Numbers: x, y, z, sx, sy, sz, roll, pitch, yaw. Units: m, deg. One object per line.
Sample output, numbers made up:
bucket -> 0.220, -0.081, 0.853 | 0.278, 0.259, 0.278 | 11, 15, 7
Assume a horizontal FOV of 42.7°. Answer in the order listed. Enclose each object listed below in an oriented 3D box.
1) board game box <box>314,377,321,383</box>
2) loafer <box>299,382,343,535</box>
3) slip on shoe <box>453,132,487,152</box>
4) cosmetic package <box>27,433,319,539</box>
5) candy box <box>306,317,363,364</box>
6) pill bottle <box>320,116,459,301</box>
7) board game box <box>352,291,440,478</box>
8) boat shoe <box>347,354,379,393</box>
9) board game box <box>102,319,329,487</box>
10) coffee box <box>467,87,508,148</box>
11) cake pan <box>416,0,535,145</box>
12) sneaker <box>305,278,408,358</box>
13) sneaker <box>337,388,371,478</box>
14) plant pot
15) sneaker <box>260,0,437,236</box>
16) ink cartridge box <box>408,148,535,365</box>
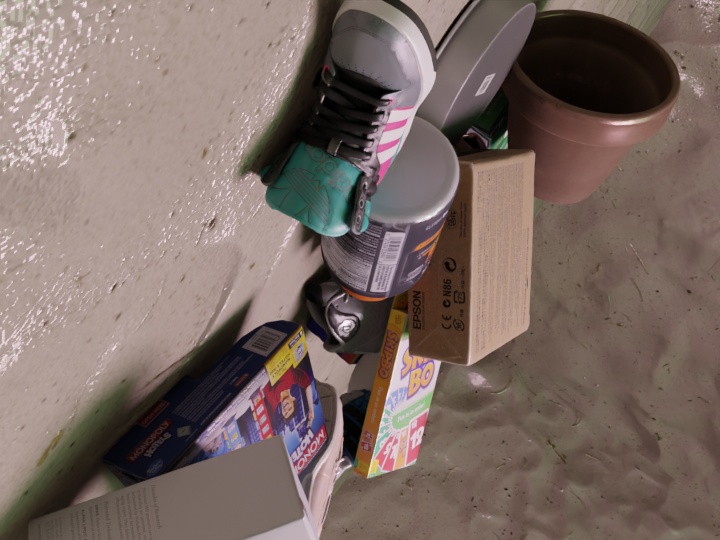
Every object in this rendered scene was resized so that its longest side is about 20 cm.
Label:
board game box -> -0.113, 0.216, 0.997 | 0.200, 0.034, 0.135 | -42, 165, -51
loafer -> -0.058, 0.212, 0.917 | 0.063, 0.071, 0.201 | 60, 37, -49
slip on shoe -> 0.129, -0.134, 1.102 | 0.061, 0.076, 0.200 | -46, 165, 21
cosmetic package -> -0.131, 0.213, 0.689 | 0.199, 0.081, 0.113 | -18, 136, -8
candy box -> 0.027, 0.029, 1.145 | 0.169, 0.077, 0.200 | -53, 168, 2
pill bottle -> 0.019, -0.043, 0.815 | 0.106, 0.106, 0.200 | -50, 169, -23
board game box -> 0.049, 0.121, 0.997 | 0.095, 0.030, 0.201 | 0, 103, -54
boat shoe -> 0.054, 0.085, 1.078 | 0.201, 0.072, 0.068 | -63, 166, 7
board game box -> -0.112, 0.176, 0.821 | 0.200, 0.061, 0.201 | -46, 140, -40
coffee box -> 0.187, -0.198, 1.229 | 0.123, 0.044, 0.200 | -54, 169, -5
cake pan -> 0.112, -0.199, 0.923 | 0.201, 0.037, 0.200 | -52, 169, -14
sneaker -> 0.000, 0.000, 0.971 | 0.115, 0.075, 0.201 | 0, 105, -34
sneaker -> -0.050, 0.213, 1.023 | 0.200, 0.075, 0.087 | -46, -178, -24
plant pot -> 0.245, -0.177, 1.079 | 0.200, 0.200, 0.175 | -46, 160, -37
sneaker -> -0.015, -0.088, 0.614 | 0.121, 0.083, 0.200 | -61, 173, -19
ink cartridge box -> 0.117, -0.021, 0.953 | 0.164, 0.075, 0.201 | -18, 111, -58
